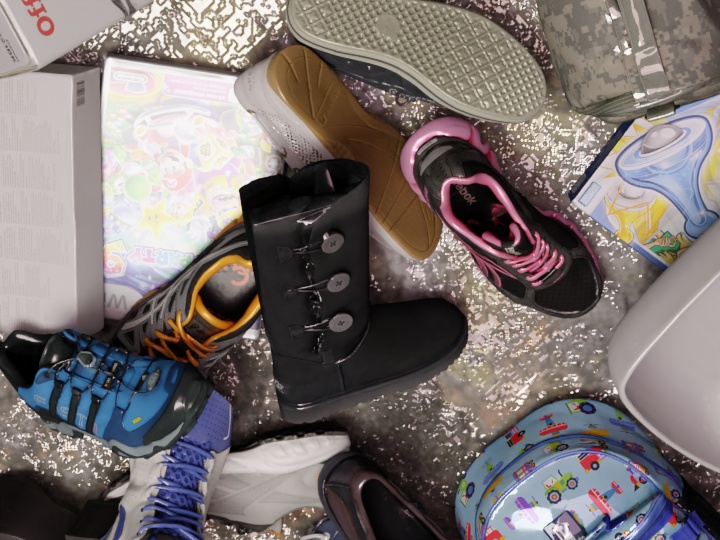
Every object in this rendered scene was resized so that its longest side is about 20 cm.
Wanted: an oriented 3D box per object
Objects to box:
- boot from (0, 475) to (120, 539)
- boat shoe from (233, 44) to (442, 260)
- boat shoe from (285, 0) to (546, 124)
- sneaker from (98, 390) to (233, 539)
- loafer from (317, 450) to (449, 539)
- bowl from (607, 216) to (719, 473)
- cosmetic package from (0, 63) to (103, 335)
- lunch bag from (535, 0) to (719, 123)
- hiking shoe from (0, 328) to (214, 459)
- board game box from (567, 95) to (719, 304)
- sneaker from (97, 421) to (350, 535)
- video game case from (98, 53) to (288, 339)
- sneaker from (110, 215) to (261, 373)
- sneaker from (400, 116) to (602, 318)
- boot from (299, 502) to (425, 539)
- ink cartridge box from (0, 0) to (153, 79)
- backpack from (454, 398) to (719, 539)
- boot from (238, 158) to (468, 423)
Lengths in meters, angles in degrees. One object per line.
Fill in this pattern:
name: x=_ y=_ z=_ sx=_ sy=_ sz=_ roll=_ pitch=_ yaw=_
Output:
boot: x=-0.227 y=0.259 z=1.714 sx=0.188 sy=0.069 sz=0.200 roll=2 pitch=125 yaw=21
boat shoe: x=-0.017 y=-0.083 z=1.621 sx=0.069 sy=0.071 sz=0.200 roll=-14 pitch=125 yaw=44
boat shoe: x=0.040 y=-0.159 z=1.598 sx=0.200 sy=0.062 sz=0.075 roll=19 pitch=78 yaw=-4
sneaker: x=-0.135 y=0.178 z=1.567 sx=0.080 sy=0.115 sz=0.200 roll=26 pitch=80 yaw=-22
loafer: x=0.041 y=0.223 z=1.650 sx=0.072 sy=0.063 sz=0.200 roll=-41 pitch=105 yaw=-14
bowl: x=0.283 y=0.041 z=1.615 sx=0.200 sy=0.075 sz=0.200 roll=-47 pitch=131 yaw=10
cosmetic package: x=-0.236 y=-0.052 z=1.627 sx=0.082 sy=0.051 sz=0.201 roll=6 pitch=106 yaw=18
lunch bag: x=0.187 y=-0.204 z=1.513 sx=0.139 sy=0.168 sz=0.200 roll=-16 pitch=92 yaw=12
hiking shoe: x=-0.189 y=0.083 z=1.563 sx=0.087 sy=0.200 sz=0.075 roll=42 pitch=61 yaw=-34
board game box: x=0.267 y=-0.093 z=1.629 sx=0.135 sy=0.034 sz=0.200 roll=35 pitch=103 yaw=-8
sneaker: x=-0.103 y=0.170 z=1.676 sx=0.200 sy=0.074 sz=0.080 roll=-9 pitch=94 yaw=2
video game case: x=-0.133 y=-0.054 z=1.651 sx=0.143 sy=0.018 sz=0.200 roll=8 pitch=105 yaw=-2
sneaker: x=-0.126 y=0.041 z=1.629 sx=0.078 sy=0.077 sz=0.200 roll=37 pitch=104 yaw=-11
sneaker: x=0.110 y=-0.023 z=1.608 sx=0.079 sy=0.095 sz=0.200 roll=-45 pitch=116 yaw=8
boot: x=-0.040 y=0.236 z=1.706 sx=0.199 sy=0.073 sz=0.091 roll=-9 pitch=99 yaw=-6
ink cartridge box: x=-0.196 y=-0.242 z=1.520 sx=0.200 sy=0.084 sz=0.145 roll=-35 pitch=104 yaw=-28
backpack: x=0.174 y=0.207 z=1.660 sx=0.182 sy=0.135 sz=0.200 roll=-38 pitch=99 yaw=9
boot: x=-0.001 y=0.000 z=1.583 sx=0.165 sy=0.066 sz=0.200 roll=-26 pitch=130 yaw=-21
